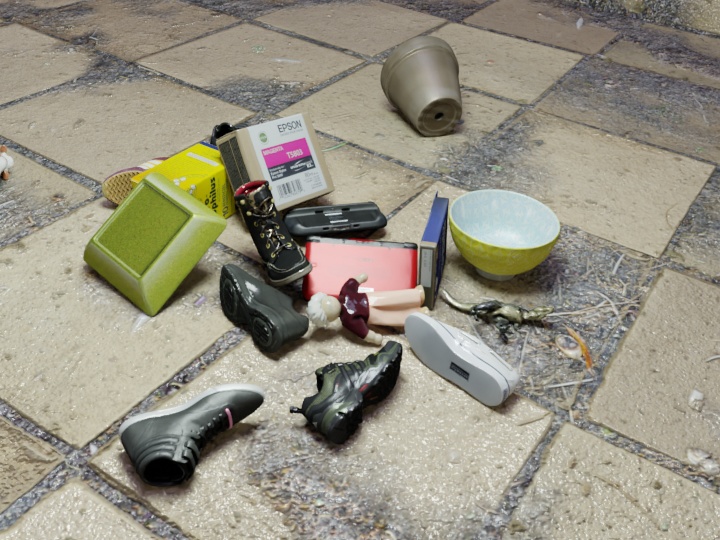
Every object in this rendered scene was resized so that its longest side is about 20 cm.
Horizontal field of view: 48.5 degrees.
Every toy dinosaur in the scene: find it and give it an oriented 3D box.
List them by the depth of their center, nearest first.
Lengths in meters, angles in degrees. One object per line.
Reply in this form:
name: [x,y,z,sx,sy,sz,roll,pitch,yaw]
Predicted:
toy dinosaur: [0.218,0.069,1.312,0.195,0.049,0.088,12,21,12]

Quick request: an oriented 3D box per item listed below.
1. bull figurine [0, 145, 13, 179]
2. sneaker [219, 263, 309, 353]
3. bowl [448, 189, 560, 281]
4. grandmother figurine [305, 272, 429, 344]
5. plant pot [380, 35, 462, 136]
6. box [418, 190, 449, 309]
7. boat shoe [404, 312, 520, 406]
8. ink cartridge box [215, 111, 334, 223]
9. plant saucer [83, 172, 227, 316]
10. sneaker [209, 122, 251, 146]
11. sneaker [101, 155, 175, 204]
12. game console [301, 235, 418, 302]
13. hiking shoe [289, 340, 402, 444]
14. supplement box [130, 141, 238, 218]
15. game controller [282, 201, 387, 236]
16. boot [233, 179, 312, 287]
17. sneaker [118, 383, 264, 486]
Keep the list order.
bull figurine: [-0.751,-0.180,1.547,0.118,0.067,0.202,-5,33,-6]
sneaker: [-0.158,0.056,1.279,0.089,0.077,0.200,-13,44,-40]
bowl: [0.249,-0.049,1.426,0.194,0.110,0.202,3,35,-2]
grandmother figurine: [0.008,0.057,1.272,0.195,0.061,0.123,-3,50,-19]
plant pot: [0.163,-0.422,1.907,0.195,0.202,0.176,-7,53,-16]
box: [0.130,-0.042,1.391,0.032,0.124,0.202,6,34,10]
boat shoe: [0.152,0.127,1.208,0.065,0.075,0.199,-23,53,-41]
ink cartridge box: [-0.158,-0.199,1.527,0.074,0.169,0.198,-13,9,45]
plant saucer: [-0.353,-0.060,1.328,0.198,0.048,0.201,32,76,27]
sneaker: [-0.275,-0.285,1.726,0.072,0.089,0.201,10,35,9]
sneaker: [-0.420,-0.179,1.586,0.196,0.077,0.090,-15,23,-27]
game console: [0.000,0.000,1.410,0.194,0.119,0.177,3,65,0]
hiking shoe: [-0.014,0.151,1.139,0.099,0.077,0.199,25,41,23]
supplement box: [-0.320,-0.145,1.502,0.108,0.111,0.200,21,38,25]
game controller: [-0.049,-0.095,1.515,0.195,0.043,0.105,-7,32,-15]
boot: [-0.148,-0.064,1.324,0.072,0.153,0.200,-25,19,-8]
sneaker: [-0.207,0.217,1.035,0.196,0.072,0.100,-16,41,-18]
